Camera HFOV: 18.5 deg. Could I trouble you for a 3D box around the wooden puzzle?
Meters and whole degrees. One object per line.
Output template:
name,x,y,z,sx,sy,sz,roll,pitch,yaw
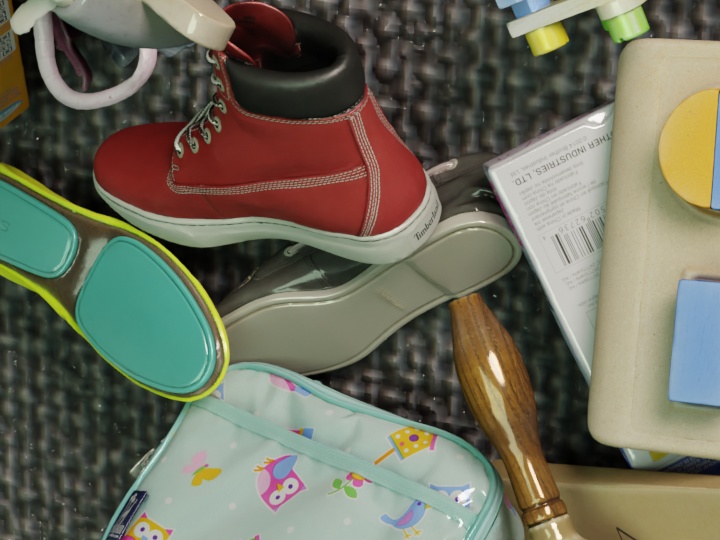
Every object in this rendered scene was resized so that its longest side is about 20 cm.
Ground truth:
wooden puzzle,0.191,-0.006,0.960,0.199,0.046,0.186,5,91,29

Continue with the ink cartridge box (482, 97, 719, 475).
ink cartridge box,0.154,0.012,1.064,0.119,0.042,0.201,-27,94,0

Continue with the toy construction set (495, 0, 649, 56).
toy construction set,0.159,-0.155,0.983,0.199,0.131,0.093,-4,105,21

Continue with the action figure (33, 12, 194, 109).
action figure,-0.168,-0.183,1.096,0.134,0.149,0.200,-23,111,31

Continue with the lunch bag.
lunch bag,-0.028,0.135,1.111,0.199,0.077,0.161,20,69,30

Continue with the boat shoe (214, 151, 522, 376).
boat shoe,0.000,0.000,1.139,0.199,0.057,0.067,-25,132,29

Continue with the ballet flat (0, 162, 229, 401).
ballet flat,-0.136,0.001,1.166,0.200,0.067,0.067,33,99,21

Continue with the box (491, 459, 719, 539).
box,0.149,0.169,1.077,0.200,0.021,0.164,-3,116,58

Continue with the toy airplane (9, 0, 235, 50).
toy airplane,-0.135,-0.161,0.959,0.141,0.200,0.199,-45,96,-3

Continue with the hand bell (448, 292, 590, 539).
hand bell,0.085,0.106,1.035,0.104,0.104,0.201,-22,82,25

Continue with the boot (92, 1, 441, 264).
boot,-0.069,-0.078,1.079,0.199,0.073,0.144,7,144,34

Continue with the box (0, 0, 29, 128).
box,-0.220,-0.140,1.105,0.041,0.200,0.119,-39,80,-16
